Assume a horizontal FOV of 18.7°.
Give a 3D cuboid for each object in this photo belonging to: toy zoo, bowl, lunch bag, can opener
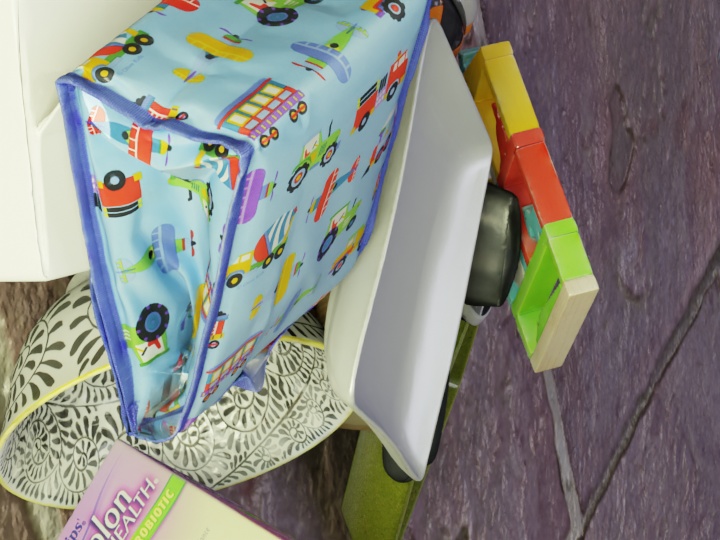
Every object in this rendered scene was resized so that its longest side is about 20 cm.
[{"bbox_3d":[0.095,-0.051,1.350,0.131,0.020,0.200,104,-30,-67],"label":"toy zoo"},{"bbox_3d":[-0.106,0.045,1.169,0.201,0.200,0.094,38,31,-59],"label":"bowl"},{"bbox_3d":[-0.045,-0.024,0.943,0.151,0.094,0.200,-46,149,-42],"label":"lunch bag"},{"bbox_3d":[0.041,0.038,1.331,0.063,0.079,0.200,-16,123,-54],"label":"can opener"}]

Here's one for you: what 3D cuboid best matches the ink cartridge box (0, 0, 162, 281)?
[{"bbox_3d":[-0.173,-0.063,0.968,0.128,0.200,0.126,-21,108,-62],"label":"ink cartridge box"}]

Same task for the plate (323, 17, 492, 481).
[{"bbox_3d":[0.023,-0.006,1.133,0.200,0.032,0.200,53,48,-69],"label":"plate"}]

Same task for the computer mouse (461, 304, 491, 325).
[{"bbox_3d":[0.033,-0.043,1.391,0.200,0.044,0.110,63,31,-34],"label":"computer mouse"}]

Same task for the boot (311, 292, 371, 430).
[{"bbox_3d":[-0.001,0.000,1.278,0.201,0.071,0.144,85,6,-64],"label":"boot"}]

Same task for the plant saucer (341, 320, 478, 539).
[{"bbox_3d":[0.038,0.085,1.519,0.200,0.048,0.200,102,9,-49],"label":"plant saucer"}]

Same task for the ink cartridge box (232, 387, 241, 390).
[{"bbox_3d":[-0.059,-0.011,1.340,0.200,0.083,0.146,-9,98,-64],"label":"ink cartridge box"}]

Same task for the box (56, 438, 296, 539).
[{"bbox_3d":[-0.077,0.215,1.110,0.176,0.200,0.097,-60,149,-5],"label":"box"}]

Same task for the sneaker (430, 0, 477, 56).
[{"bbox_3d":[-0.011,-0.188,1.294,0.200,0.078,0.112,48,44,-17],"label":"sneaker"}]
